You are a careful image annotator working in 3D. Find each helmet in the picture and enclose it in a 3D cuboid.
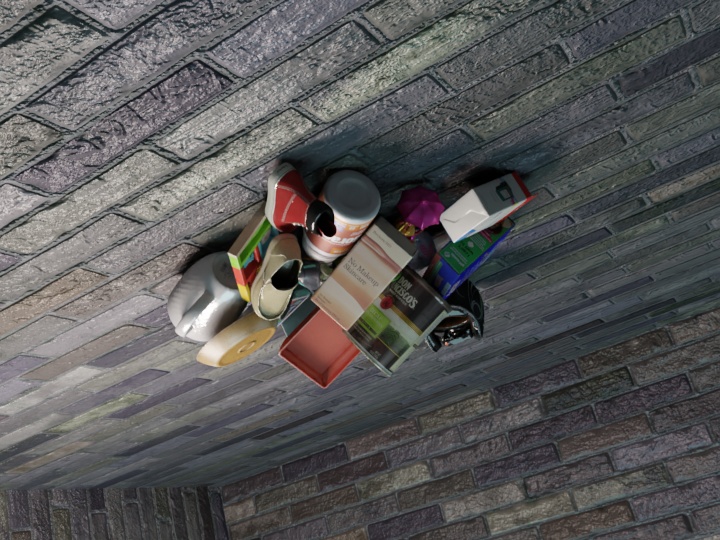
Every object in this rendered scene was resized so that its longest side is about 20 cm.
[{"bbox_3d":[0.231,0.103,2.111,0.199,0.191,0.201,1,122,2],"label":"helmet"}]

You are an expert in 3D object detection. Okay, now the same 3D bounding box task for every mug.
[{"bbox_3d":[-0.312,0.059,1.663,0.175,0.148,0.200,-44,-173,44],"label":"mug"}]

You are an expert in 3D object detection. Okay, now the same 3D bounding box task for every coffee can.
[{"bbox_3d":[0.079,0.106,1.744,0.200,0.146,0.146,-47,155,-1],"label":"coffee can"}]

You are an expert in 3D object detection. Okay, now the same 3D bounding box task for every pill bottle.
[{"bbox_3d":[-0.045,-0.096,1.552,0.112,0.113,0.200,-5,156,-23],"label":"pill bottle"}]

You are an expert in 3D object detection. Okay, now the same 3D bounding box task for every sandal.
[{"bbox_3d":[-0.156,0.000,1.660,0.048,0.202,0.075,12,-170,12],"label":"sandal"}]

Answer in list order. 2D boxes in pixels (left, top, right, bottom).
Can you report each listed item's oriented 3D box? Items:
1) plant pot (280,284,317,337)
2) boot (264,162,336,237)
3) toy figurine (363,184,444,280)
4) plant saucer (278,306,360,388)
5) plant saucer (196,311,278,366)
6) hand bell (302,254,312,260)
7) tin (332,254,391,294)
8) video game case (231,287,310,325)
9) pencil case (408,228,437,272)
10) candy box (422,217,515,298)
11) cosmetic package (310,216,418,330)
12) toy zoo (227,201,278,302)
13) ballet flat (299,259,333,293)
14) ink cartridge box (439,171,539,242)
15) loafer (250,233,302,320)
[{"bbox_3d":[-0.086,0.108,1.937,0.199,0.197,0.196,-27,159,-4],"label":"plant pot"},{"bbox_3d":[-0.102,-0.091,1.473,0.072,0.144,0.200,-40,166,-18],"label":"boot"},{"bbox_3d":[0.099,-0.096,1.657,0.184,0.150,0.200,-41,171,29],"label":"toy figurine"},{"bbox_3d":[-0.068,0.144,1.787,0.200,0.037,0.200,-47,138,-2],"label":"plant saucer"},{"bbox_3d":[-0.245,0.146,1.686,0.200,0.036,0.200,-33,167,-9],"label":"plant saucer"},{"bbox_3d":[-0.127,-0.018,1.759,0.199,0.104,0.104,-30,156,6],"label":"hand bell"},{"bbox_3d":[0.000,0.000,1.734,0.111,0.200,0.042,-1,115,-12],"label":"tin"},{"bbox_3d":[-0.224,0.115,1.756,0.200,0.023,0.182,-44,164,32],"label":"video game case"},{"bbox_3d":[0.081,-0.020,1.862,0.200,0.083,0.091,-30,116,34],"label":"pencil case"},{"bbox_3d":[0.235,-0.035,1.815,0.200,0.077,0.169,-42,170,-26],"label":"candy box"},{"bbox_3d":[0.008,0.006,1.570,0.200,0.103,0.087,-50,180,17],"label":"cosmetic package"},{"bbox_3d":[-0.201,-0.025,1.584,0.020,0.131,0.200,23,151,16],"label":"toy zoo"},{"bbox_3d":[-0.085,0.018,1.695,0.073,0.073,0.200,-17,164,6],"label":"ballet flat"},{"bbox_3d":[0.268,-0.136,1.668,0.200,0.067,0.116,-24,170,-44],"label":"ink cartridge box"},{"bbox_3d":[-0.160,0.024,1.556,0.075,0.068,0.201,-3,129,-26],"label":"loafer"}]
